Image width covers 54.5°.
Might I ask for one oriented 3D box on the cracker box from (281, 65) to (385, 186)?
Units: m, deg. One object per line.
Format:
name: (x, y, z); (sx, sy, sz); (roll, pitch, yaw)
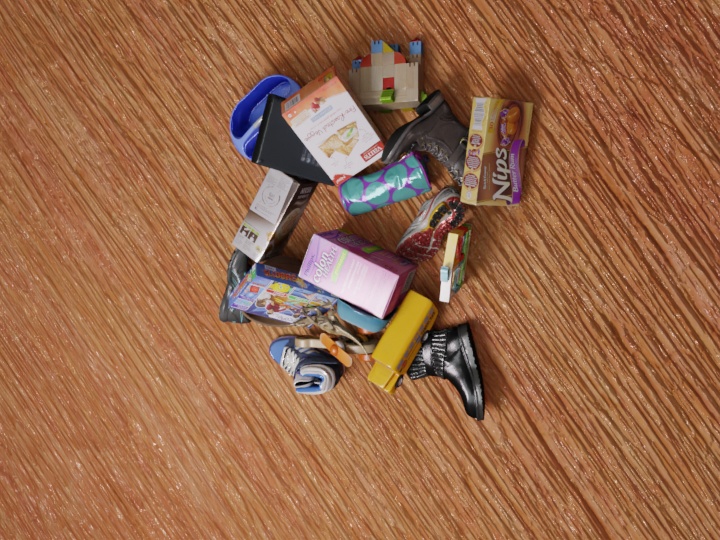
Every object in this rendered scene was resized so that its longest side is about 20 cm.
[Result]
cracker box: (-0.050, -0.285, 1.400); (0.132, 0.058, 0.200); (-31, 127, 14)

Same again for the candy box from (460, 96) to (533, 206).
candy box: (0.265, -0.229, 1.362); (0.056, 0.114, 0.205); (23, 110, 57)

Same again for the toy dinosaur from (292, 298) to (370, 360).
toy dinosaur: (-0.060, 0.113, 1.456); (0.197, 0.102, 0.059); (19, 63, 29)

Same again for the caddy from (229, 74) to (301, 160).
caddy: (-0.191, -0.326, 1.508); (0.199, 0.105, 0.143); (-37, 86, 21)

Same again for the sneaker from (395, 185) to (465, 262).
sneaker: (0.146, -0.094, 1.459); (0.077, 0.083, 0.200); (28, 127, -24)

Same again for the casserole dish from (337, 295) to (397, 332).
casserole dish: (0.012, 0.081, 1.460); (0.119, 0.200, 0.040); (24, 103, 7)

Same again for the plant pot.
plant pot: (-0.174, 0.035, 1.553); (0.198, 0.201, 0.094); (-22, 51, 21)

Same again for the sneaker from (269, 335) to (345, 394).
sneaker: (-0.139, 0.213, 1.565); (0.196, 0.146, 0.082); (18, 105, 15)

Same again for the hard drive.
hard drive: (-0.120, -0.267, 1.449); (0.033, 0.197, 0.143); (25, 101, 51)

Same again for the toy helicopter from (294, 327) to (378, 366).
toy helicopter: (-0.057, 0.165, 1.536); (0.195, 0.132, 0.081); (1, 101, 19)

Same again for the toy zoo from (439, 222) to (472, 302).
toy zoo: (0.188, -0.017, 1.384); (0.020, 0.200, 0.134); (10, 102, 16)

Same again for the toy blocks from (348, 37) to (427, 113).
toy blocks: (0.052, -0.404, 1.428); (0.195, 0.100, 0.140); (-1, 88, 18)

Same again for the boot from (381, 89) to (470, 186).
boot: (0.154, -0.234, 1.372); (0.200, 0.069, 0.174); (-47, 107, -9)

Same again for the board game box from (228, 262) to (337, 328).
board game box: (-0.161, 0.057, 1.472); (0.135, 0.197, 0.035); (-43, 41, 41)

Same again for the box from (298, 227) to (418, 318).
box: (0.000, 0.000, 1.462); (0.197, 0.176, 0.098); (25, 104, 14)

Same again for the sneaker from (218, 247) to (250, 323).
sneaker: (-0.275, 0.031, 1.630); (0.077, 0.076, 0.204); (15, 111, 2)

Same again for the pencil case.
pencil case: (0.051, -0.183, 1.463); (0.196, 0.085, 0.094); (-18, 110, 20)

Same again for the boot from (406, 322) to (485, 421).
boot: (0.178, 0.224, 1.490); (0.154, 0.079, 0.216); (-15, 80, 15)

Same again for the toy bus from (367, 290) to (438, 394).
toy bus: (0.084, 0.149, 1.444); (0.064, 0.078, 0.202); (27, 80, 28)

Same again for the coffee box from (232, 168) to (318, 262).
coffee box: (-0.186, -0.128, 1.538); (0.079, 0.114, 0.202); (34, 109, 11)
